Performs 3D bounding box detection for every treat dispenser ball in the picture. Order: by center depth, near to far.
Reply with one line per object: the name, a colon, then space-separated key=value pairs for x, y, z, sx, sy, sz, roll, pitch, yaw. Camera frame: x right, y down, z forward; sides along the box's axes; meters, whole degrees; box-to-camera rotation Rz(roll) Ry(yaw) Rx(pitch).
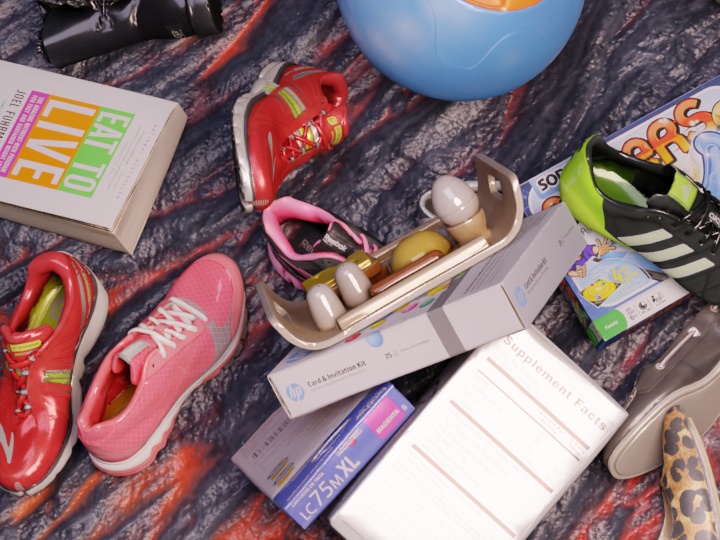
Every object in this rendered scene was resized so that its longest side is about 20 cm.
treat dispenser ball: x=0.079 y=-0.235 z=1.521 sx=0.200 sy=0.201 sz=0.202 roll=-6 pitch=66 yaw=14

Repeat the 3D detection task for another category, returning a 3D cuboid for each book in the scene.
book: x=-0.262 y=-0.103 z=1.657 sx=0.199 sy=0.048 sz=0.134 roll=14 pitch=69 yaw=23

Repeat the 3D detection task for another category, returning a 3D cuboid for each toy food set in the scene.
toy food set: x=0.018 y=-0.020 z=1.395 sx=0.199 sy=0.144 sz=0.061 roll=-29 pitch=103 yaw=-2

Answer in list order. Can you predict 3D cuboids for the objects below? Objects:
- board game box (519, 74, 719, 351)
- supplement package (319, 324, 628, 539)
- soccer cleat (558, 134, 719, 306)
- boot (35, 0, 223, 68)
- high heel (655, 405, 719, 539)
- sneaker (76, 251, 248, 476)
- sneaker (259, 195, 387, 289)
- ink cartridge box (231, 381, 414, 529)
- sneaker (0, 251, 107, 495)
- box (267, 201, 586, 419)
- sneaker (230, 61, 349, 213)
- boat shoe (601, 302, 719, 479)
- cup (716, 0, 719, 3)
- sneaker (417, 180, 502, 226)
board game box: x=0.228 y=-0.046 z=1.449 sx=0.199 sy=0.034 sz=0.136 roll=-29 pitch=77 yaw=-11
supplement package: x=0.079 y=0.141 z=1.389 sx=0.117 sy=0.117 sz=0.200 roll=41 pitch=83 yaw=0
soccer cleat: x=0.235 y=-0.031 z=1.379 sx=0.199 sy=0.081 sz=0.068 roll=26 pitch=64 yaw=5
boot: x=-0.211 y=-0.282 z=1.695 sx=0.167 sy=0.076 sz=0.201 roll=-8 pitch=72 yaw=9
high heel: x=0.187 y=0.201 z=1.365 sx=0.142 sy=0.071 sz=0.201 roll=-7 pitch=81 yaw=7
sneaker: x=-0.156 y=0.068 z=1.526 sx=0.074 sy=0.087 sz=0.201 roll=26 pitch=77 yaw=23
sneaker: x=0.000 y=0.000 z=1.505 sx=0.199 sy=0.095 sz=0.079 roll=27 pitch=75 yaw=23
ink cartridge box: x=-0.027 y=0.123 z=1.416 sx=0.042 sy=0.200 sz=0.119 roll=44 pitch=84 yaw=-11
sneaker: x=-0.266 y=0.078 z=1.546 sx=0.077 sy=0.085 sz=0.201 roll=3 pitch=69 yaw=18
box: x=0.049 y=0.028 z=1.374 sx=0.199 sy=0.156 sz=0.041 roll=-24 pitch=101 yaw=30
sneaker: x=-0.053 y=-0.114 z=1.541 sx=0.084 sy=0.077 sz=0.200 roll=3 pitch=34 yaw=11
boat shoe: x=0.246 y=0.074 z=1.423 sx=0.200 sy=0.067 sz=0.057 roll=-41 pitch=47 yaw=-8
cup: x=0.322 y=-0.273 z=1.488 sx=0.200 sy=0.200 sz=0.144 roll=-26 pitch=89 yaw=4
sneaker: x=0.138 y=-0.032 z=1.490 sx=0.199 sy=0.071 sz=0.073 roll=-1 pitch=68 yaw=16
